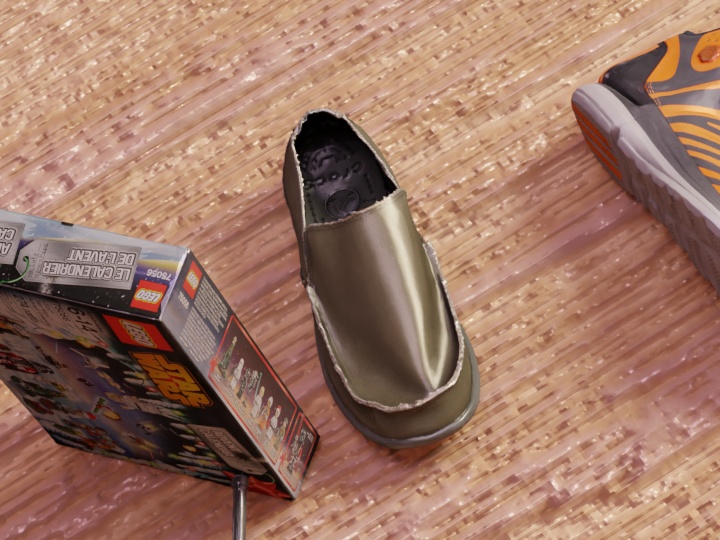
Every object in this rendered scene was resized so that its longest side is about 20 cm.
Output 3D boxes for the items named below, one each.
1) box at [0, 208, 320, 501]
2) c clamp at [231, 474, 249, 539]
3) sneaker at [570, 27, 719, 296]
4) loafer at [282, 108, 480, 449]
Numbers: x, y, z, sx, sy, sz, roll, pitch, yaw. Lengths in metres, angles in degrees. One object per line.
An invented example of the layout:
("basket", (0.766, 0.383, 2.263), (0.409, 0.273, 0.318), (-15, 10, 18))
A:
("box", (-0.112, 0.039, 1.290), (0.137, 0.200, 0.040), (11, 66, 23))
("c clamp", (-0.141, 0.193, 1.304), (0.200, 0.027, 0.171), (-11, 61, 9))
("sneaker", (0.195, -0.054, 1.341), (0.112, 0.078, 0.200), (-33, 54, -6))
("loafer", (0.000, 0.000, 1.364), (0.075, 0.070, 0.200), (-24, 53, -1))
